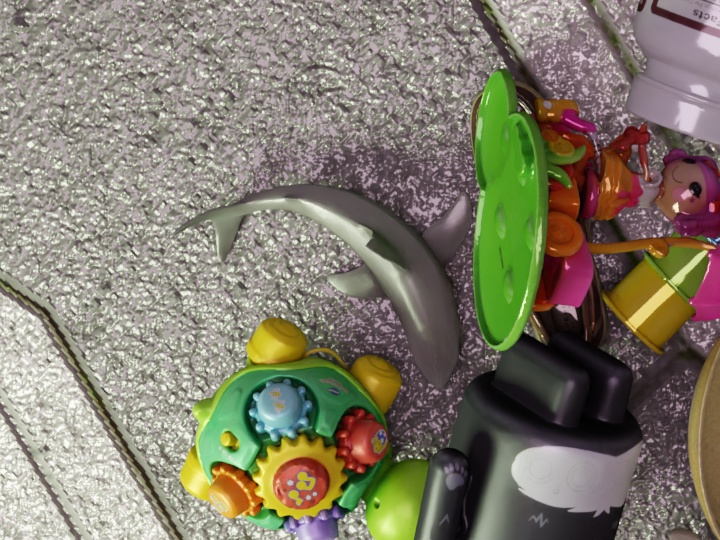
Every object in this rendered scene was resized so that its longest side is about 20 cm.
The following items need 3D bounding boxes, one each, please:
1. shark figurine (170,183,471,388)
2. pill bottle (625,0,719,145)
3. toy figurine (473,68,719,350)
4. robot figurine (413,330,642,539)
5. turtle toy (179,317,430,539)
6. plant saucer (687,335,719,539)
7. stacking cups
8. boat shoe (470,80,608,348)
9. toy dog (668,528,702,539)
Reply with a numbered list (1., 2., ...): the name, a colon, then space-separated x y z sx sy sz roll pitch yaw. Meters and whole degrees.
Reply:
1. shark figurine: -0.010 -0.020 1.466 0.214 0.090 0.128 29 100 3
2. pill bottle: 0.244 -0.186 1.382 0.113 0.113 0.200 20 102 7
3. toy figurine: 0.176 -0.037 1.369 0.184 0.200 0.150 5 139 -12
4. robot figurine: 0.112 0.142 1.406 0.150 0.125 0.200 13 108 -4
5. turtle toy: -0.025 0.132 1.470 0.200 0.101 0.146 22 110 -17
6. plant saucer: 0.274 0.104 1.402 0.035 0.200 0.201 3 101 48
7. stacking cups: 0.249 -0.035 1.432 0.060 0.061 0.200 43 101 2
8. boat shoe: 0.121 -0.030 1.447 0.072 0.072 0.201 -13 96 12
9. toy dog: 0.237 0.273 1.437 0.200 0.140 0.194 -25 97 11
